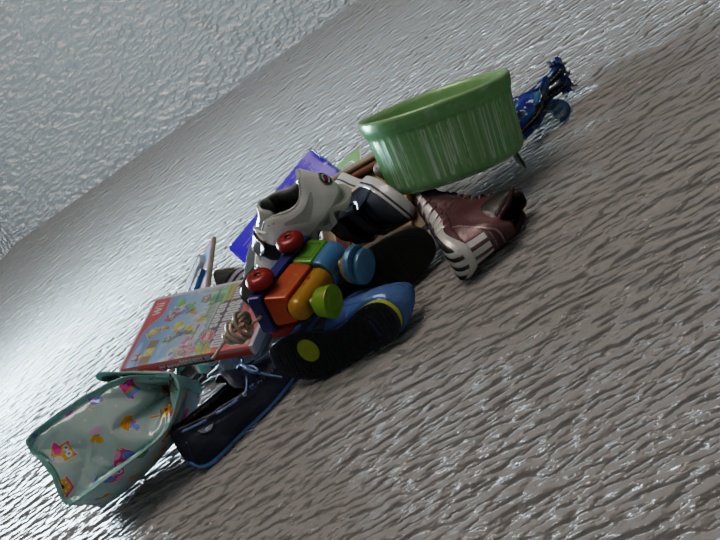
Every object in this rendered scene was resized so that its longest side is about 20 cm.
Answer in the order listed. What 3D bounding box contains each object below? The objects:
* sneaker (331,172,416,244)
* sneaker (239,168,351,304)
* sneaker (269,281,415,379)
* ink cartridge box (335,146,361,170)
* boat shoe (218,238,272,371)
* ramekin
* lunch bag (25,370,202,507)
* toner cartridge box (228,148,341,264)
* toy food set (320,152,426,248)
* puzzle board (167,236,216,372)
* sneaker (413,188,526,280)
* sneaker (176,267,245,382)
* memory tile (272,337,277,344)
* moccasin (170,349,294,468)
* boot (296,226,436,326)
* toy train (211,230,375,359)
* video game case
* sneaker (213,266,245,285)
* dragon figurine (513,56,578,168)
[{"bbox_3d":[0.004,-0.071,1.631,0.080,0.078,0.200,-55,19,-6],"label":"sneaker"},{"bbox_3d":[-0.104,-0.046,1.580,0.200,0.088,0.074,-51,30,21],"label":"sneaker"},{"bbox_3d":[-0.017,0.068,1.513,0.199,0.066,0.079,-26,17,33],"label":"sneaker"},{"bbox_3d":[-0.065,-0.101,2.050,0.199,0.048,0.146,-35,18,11],"label":"ink cartridge box"},{"bbox_3d":[-0.132,0.047,1.715,0.202,0.071,0.062,-72,-18,2],"label":"boat shoe"},{"bbox_3d":[0.105,-0.169,1.604,0.198,0.099,0.200,-20,11,4],"label":"ramekin"},{"bbox_3d":[-0.289,0.191,1.598,0.199,0.122,0.170,-38,-10,-4],"label":"lunch bag"},{"bbox_3d":[-0.103,-0.080,1.961,0.200,0.043,0.095,-50,48,0],"label":"toner cartridge box"},{"bbox_3d":[0.004,-0.099,1.753,0.199,0.060,0.145,-28,60,33],"label":"toy food set"},{"bbox_3d":[-0.253,0.068,1.847,0.201,0.017,0.151,-58,21,34],"label":"puzzle board"},{"bbox_3d":[0.137,-0.065,1.527,0.115,0.076,0.200,-31,27,4],"label":"sneaker"},{"bbox_3d":[-0.177,0.092,1.804,0.201,0.087,0.075,-54,41,21],"label":"sneaker"},{"bbox_3d":[-0.080,-0.010,1.680,0.154,0.017,0.202,116,168,-64],"label":"memory tile"},{"bbox_3d":[-0.145,0.147,1.561,0.200,0.068,0.080,-49,20,-26],"label":"moccasin"},{"bbox_3d":[-0.002,-0.001,1.628,0.203,0.074,0.154,-38,16,7],"label":"boot"},{"bbox_3d":[-0.071,0.039,1.465,0.115,0.085,0.200,0,39,36],"label":"toy train"},{"bbox_3d":[-0.198,0.068,1.643,0.198,0.018,0.144,-12,35,25],"label":"video game case"},{"bbox_3d":[-0.160,0.022,1.863,0.199,0.092,0.076,-34,19,16],"label":"sneaker"},{"bbox_3d":[0.234,-0.214,1.695,0.099,0.059,0.201,-31,20,25],"label":"dragon figurine"}]
